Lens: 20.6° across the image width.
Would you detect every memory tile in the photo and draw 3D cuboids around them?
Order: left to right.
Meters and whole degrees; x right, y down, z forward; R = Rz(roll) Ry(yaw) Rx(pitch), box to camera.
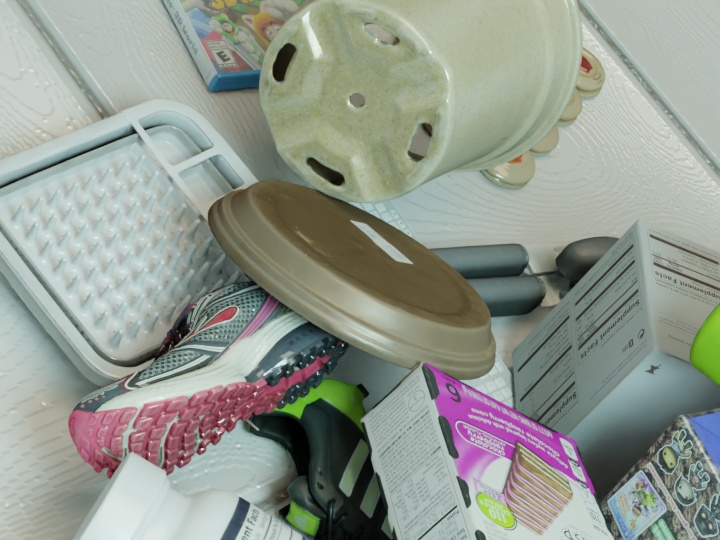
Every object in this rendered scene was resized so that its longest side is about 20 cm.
[{"bbox_3d":[0.102,-0.154,1.538,0.153,0.017,0.200,38,44,2],"label":"memory tile"}]

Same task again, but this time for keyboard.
[{"bbox_3d":[0.046,0.028,1.351,0.056,0.011,0.201,-16,64,-40],"label":"keyboard"}]

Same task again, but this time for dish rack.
[{"bbox_3d":[-0.139,-0.014,1.245,0.199,0.044,0.172,-27,72,-44],"label":"dish rack"}]

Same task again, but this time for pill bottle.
[{"bbox_3d":[-0.065,0.189,1.065,0.199,0.116,0.116,32,43,-4],"label":"pill bottle"}]

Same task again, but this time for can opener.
[{"bbox_3d":[0.109,-0.002,1.373,0.199,0.067,0.053,-6,56,-37],"label":"can opener"}]

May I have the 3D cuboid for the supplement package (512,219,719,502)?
[{"bbox_3d":[0.224,0.084,1.303,0.199,0.156,0.111,21,44,-21],"label":"supplement package"}]

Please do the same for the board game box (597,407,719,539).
[{"bbox_3d":[0.220,0.172,1.199,0.158,0.200,0.097,-7,56,-35],"label":"board game box"}]

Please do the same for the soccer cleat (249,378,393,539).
[{"bbox_3d":[0.002,0.152,1.184,0.081,0.068,0.201,-15,56,-29],"label":"soccer cleat"}]

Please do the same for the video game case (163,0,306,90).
[{"bbox_3d":[-0.090,-0.219,1.470,0.142,0.018,0.201,-9,59,-37],"label":"video game case"}]

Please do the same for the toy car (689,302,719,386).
[{"bbox_3d":[0.316,0.031,1.142,0.164,0.159,0.199,38,29,21],"label":"toy car"}]

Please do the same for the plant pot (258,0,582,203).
[{"bbox_3d":[0.028,-0.135,1.313,0.200,0.201,0.183,40,29,4],"label":"plant pot"}]

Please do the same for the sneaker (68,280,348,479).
[{"bbox_3d":[-0.093,0.058,1.149,0.075,0.081,0.199,46,42,18],"label":"sneaker"}]

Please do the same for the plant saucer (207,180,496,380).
[{"bbox_3d":[0.000,0.000,1.214,0.199,0.030,0.200,27,16,-8],"label":"plant saucer"}]

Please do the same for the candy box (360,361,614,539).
[{"bbox_3d":[0.085,0.159,1.106,0.136,0.061,0.201,28,29,-34],"label":"candy box"}]
